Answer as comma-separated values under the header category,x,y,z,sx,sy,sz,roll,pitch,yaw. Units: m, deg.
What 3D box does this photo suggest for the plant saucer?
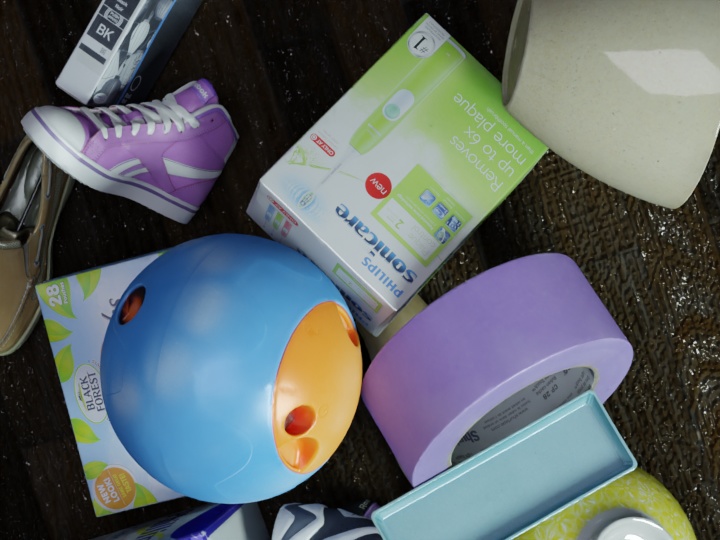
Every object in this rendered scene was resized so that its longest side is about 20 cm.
category,x,y,z,sx,sy,sz,roll,pitch,yaw
plant saucer,0.109,0.168,1.365,0.199,0.019,0.070,-28,75,-10

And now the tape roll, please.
category,x,y,z,sx,sy,sz,roll,pitch,yaw
tape roll,0.105,0.082,1.383,0.199,0.200,0.085,-36,66,10

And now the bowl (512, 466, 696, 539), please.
category,x,y,z,sx,sy,sz,roll,pitch,yaw
bowl,0.191,0.234,1.395,0.198,0.108,0.203,4,77,-17

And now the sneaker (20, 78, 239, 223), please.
category,x,y,z,sx,sy,sz,roll,pitch,yaw
sneaker,-0.175,-0.118,1.427,0.115,0.200,0.073,-52,58,12

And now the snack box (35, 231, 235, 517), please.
category,x,y,z,sx,sy,sz,roll,pitch,yaw
snack box,-0.162,0.086,1.497,0.167,0.068,0.202,-13,92,7

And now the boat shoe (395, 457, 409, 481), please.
category,x,y,z,sx,sy,sz,roll,pitch,yaw
boat shoe,0.116,0.197,1.476,0.200,0.073,0.063,40,74,3

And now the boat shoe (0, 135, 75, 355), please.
category,x,y,z,sx,sy,sz,roll,pitch,yaw
boat shoe,-0.293,-0.024,1.503,0.071,0.076,0.202,15,97,6

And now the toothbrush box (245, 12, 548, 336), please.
category,x,y,z,sx,sy,sz,roll,pitch,yaw
toothbrush box,0.032,-0.075,1.405,0.146,0.086,0.200,44,72,3

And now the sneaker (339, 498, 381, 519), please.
category,x,y,z,sx,sy,sz,roll,pitch,yaw
sneaker,-0.029,0.284,1.502,0.087,0.076,0.201,35,93,15

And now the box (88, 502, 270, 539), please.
category,x,y,z,sx,sy,sz,roll,pitch,yaw
box,-0.179,0.268,1.458,0.198,0.184,0.106,-17,91,9

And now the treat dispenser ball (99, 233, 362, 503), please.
category,x,y,z,sx,sy,sz,roll,pitch,yaw
treat dispenser ball,-0.097,0.074,1.357,0.198,0.201,0.203,1,95,8

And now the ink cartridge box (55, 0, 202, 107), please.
category,x,y,z,sx,sy,sz,roll,pitch,yaw
ink cartridge box,-0.165,-0.222,1.453,0.039,0.099,0.201,33,99,15

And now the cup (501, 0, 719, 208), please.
category,x,y,z,sx,sy,sz,roll,pitch,yaw
cup,0.185,-0.159,1.345,0.142,0.200,0.203,10,97,-4

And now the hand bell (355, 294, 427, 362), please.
category,x,y,z,sx,sy,sz,roll,pitch,yaw
hand bell,0.000,0.000,1.471,0.104,0.104,0.201,-36,76,10

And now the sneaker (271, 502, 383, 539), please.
category,x,y,z,sx,sy,sz,roll,pitch,yaw
sneaker,-0.009,0.280,1.405,0.128,0.080,0.201,-2,56,17
